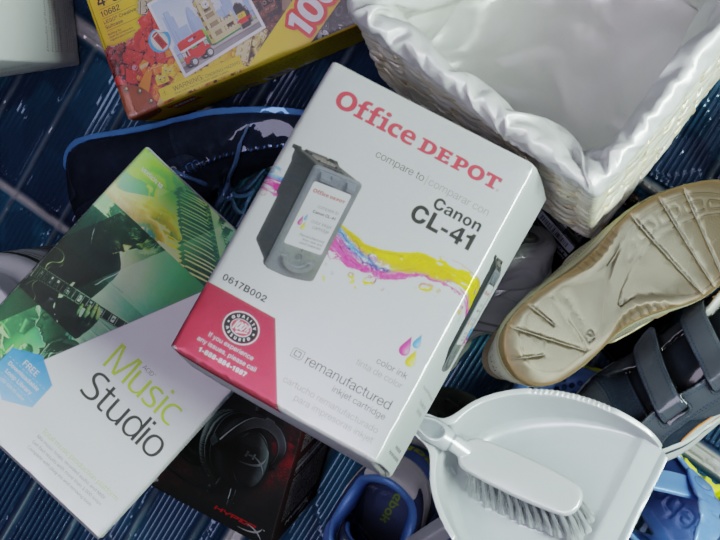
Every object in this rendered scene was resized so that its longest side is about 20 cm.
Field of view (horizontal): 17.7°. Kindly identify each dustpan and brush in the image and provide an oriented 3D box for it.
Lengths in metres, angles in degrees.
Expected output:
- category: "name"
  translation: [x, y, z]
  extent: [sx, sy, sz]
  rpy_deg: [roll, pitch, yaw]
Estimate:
- category: "dustpan and brush"
  translation: [0.072, 0.117, 1.416]
  extent: [0.199, 0.057, 0.140]
  rpy_deg: [24, 72, 17]

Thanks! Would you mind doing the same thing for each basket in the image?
- category: "basket"
  translation: [0.125, -0.158, 1.432]
  extent: [0.200, 0.161, 0.199]
  rpy_deg: [38, 81, 10]

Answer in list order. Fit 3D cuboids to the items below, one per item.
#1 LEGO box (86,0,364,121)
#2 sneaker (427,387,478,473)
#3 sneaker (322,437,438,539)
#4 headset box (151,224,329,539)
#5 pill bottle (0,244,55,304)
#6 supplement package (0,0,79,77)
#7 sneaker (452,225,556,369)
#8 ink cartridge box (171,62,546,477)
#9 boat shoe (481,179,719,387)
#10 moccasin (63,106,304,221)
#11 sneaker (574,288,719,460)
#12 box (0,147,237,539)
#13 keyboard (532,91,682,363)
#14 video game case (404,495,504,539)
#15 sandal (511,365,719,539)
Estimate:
- category: "LEGO box"
  translation: [-0.082, -0.205, 1.563]
  extent: [0.199, 0.077, 0.150]
  rpy_deg: [-21, 87, 17]
- category: "sneaker"
  translation: [0.075, 0.174, 1.516]
  extent: [0.115, 0.076, 0.201]
  rpy_deg: [-33, 111, 22]
- category: "sneaker"
  translation: [-0.004, 0.205, 1.565]
  extent: [0.073, 0.082, 0.201]
  rpy_deg: [23, 102, 13]
- category: "headset box"
  translation: [-0.086, 0.063, 1.546]
  extent: [0.148, 0.077, 0.201]
  rpy_deg: [27, 127, 13]
- category: "pill bottle"
  translation: [-0.224, 0.043, 1.560]
  extent: [0.113, 0.200, 0.115]
  rpy_deg: [1, 95, 17]
- category: "supplement package"
  translation: [-0.286, -0.191, 1.564]
  extent: [0.116, 0.200, 0.118]
  rpy_deg: [-5, 92, 17]
- category: "sneaker"
  translation: [0.035, 0.021, 1.546]
  extent: [0.198, 0.078, 0.100]
  rpy_deg: [4, 111, 25]
- category: "ink cartridge box"
  translation: [0.000, 0.000, 1.383]
  extent: [0.147, 0.086, 0.201]
  rpy_deg: [28, 85, 11]
- category: "boat shoe"
  translation: [0.161, 0.007, 1.456]
  extent: [0.199, 0.065, 0.072]
  rpy_deg: [-34, 95, -17]
- category: "moccasin"
  translation: [-0.110, -0.067, 1.588]
  extent: [0.199, 0.080, 0.069]
  rpy_deg: [-10, 76, 30]
- category: "sneaker"
  translation: [0.216, 0.057, 1.459]
  extent: [0.199, 0.080, 0.079]
  rpy_deg: [-23, 56, -2]
- category: "box"
  translation: [-0.147, 0.044, 1.438]
  extent: [0.144, 0.036, 0.200]
  rpy_deg: [42, 82, 0]
- category: "keyboard"
  translation: [0.144, -0.039, 1.534]
  extent: [0.200, 0.040, 0.104]
  rpy_deg: [49, 125, 10]
- category: "video game case"
  translation: [0.100, 0.240, 1.507]
  extent: [0.200, 0.018, 0.143]
  rpy_deg: [43, 124, -16]
- category: "sandal"
  translation: [0.176, 0.134, 1.502]
  extent: [0.200, 0.087, 0.080]
  rpy_deg: [39, 108, 14]
